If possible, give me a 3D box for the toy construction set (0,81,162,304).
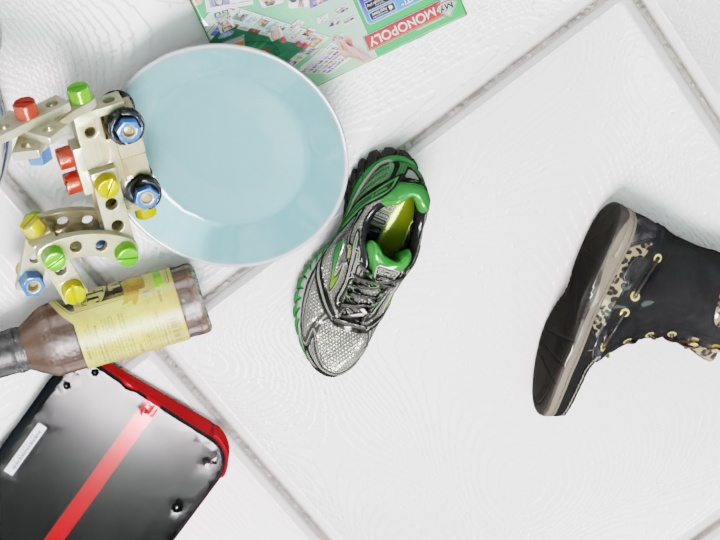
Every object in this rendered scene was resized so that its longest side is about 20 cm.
[{"bbox_3d":[-0.225,-0.070,1.498,0.131,0.092,0.200,-18,139,-11],"label":"toy construction set"}]

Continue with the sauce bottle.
[{"bbox_3d":[-0.225,0.049,1.585,0.200,0.065,0.065,-16,114,-7],"label":"sauce bottle"}]

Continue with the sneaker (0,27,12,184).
[{"bbox_3d":[-0.305,-0.150,1.475,0.075,0.088,0.200,-15,113,-4],"label":"sneaker"}]

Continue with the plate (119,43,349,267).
[{"bbox_3d":[-0.108,-0.095,1.554,0.200,0.026,0.200,2,121,4],"label":"plate"}]

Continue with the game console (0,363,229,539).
[{"bbox_3d":[-0.228,0.184,1.664,0.177,0.031,0.200,33,101,-17],"label":"game console"}]

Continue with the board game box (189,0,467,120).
[{"bbox_3d":[-0.030,-0.223,1.538,0.200,0.029,0.135,-25,116,-2],"label":"board game box"}]

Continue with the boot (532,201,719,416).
[{"bbox_3d":[0.246,0.051,1.691,0.150,0.073,0.200,16,102,-18],"label":"boot"}]

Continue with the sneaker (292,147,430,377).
[{"bbox_3d":[0.000,0.000,1.605,0.078,0.085,0.200,13,109,-17],"label":"sneaker"}]
